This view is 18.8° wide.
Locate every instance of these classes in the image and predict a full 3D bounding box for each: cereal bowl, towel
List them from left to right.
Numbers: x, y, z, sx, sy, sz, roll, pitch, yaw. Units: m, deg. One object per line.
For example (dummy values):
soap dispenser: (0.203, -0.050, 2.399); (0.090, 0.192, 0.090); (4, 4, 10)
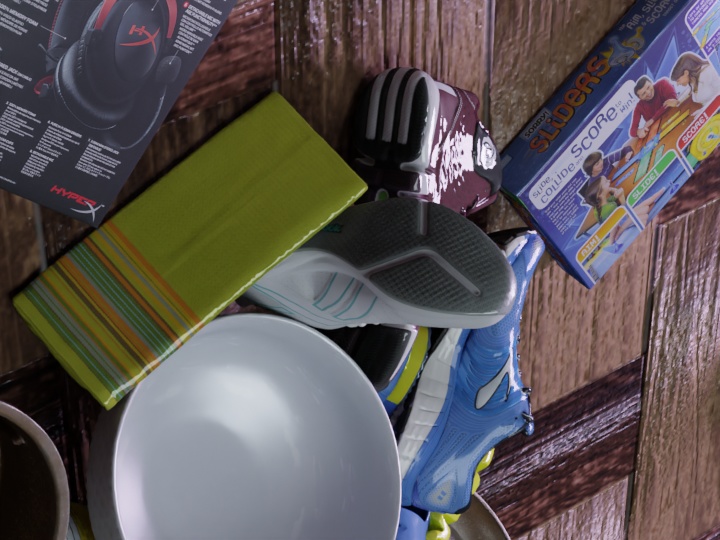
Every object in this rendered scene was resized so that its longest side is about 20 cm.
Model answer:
towel: (-0.096, -0.013, 1.243); (0.200, 0.086, 0.018); (-40, 164, -13)
cereal bowl: (-0.077, 0.128, 1.287); (0.199, 0.083, 0.202); (8, 76, -33)

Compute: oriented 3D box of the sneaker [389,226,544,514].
sneaker: (0.077, 0.067, 1.430); (0.089, 0.078, 0.201); (25, 85, -17)

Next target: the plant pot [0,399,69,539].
plant pot: (-0.275, 0.093, 1.061); (0.199, 0.198, 0.202); (-24, 134, -28)

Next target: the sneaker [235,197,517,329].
sneaker: (0.000, 0.000, 1.275); (0.080, 0.199, 0.071); (72, 36, -53)

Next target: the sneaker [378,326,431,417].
sneaker: (-0.030, 0.100, 1.417); (0.078, 0.066, 0.201); (19, 114, -21)

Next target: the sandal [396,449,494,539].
sandal: (0.017, 0.170, 1.455); (0.087, 0.079, 0.201); (37, 51, -18)

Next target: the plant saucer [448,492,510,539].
plant saucer: (0.034, 0.233, 1.513); (0.199, 0.032, 0.202); (13, 68, -34)

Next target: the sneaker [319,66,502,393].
sneaker: (0.044, -0.022, 1.352); (0.115, 0.075, 0.202); (1, 103, -52)

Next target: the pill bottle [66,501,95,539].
pill bottle: (-0.200, 0.185, 1.270); (0.199, 0.112, 0.113); (25, 102, -49)

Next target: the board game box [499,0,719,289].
board game box: (0.186, -0.099, 1.479); (0.200, 0.034, 0.135); (-48, 140, -4)

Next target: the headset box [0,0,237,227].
headset box: (-0.148, -0.141, 1.098); (0.148, 0.075, 0.201); (23, 103, -50)
